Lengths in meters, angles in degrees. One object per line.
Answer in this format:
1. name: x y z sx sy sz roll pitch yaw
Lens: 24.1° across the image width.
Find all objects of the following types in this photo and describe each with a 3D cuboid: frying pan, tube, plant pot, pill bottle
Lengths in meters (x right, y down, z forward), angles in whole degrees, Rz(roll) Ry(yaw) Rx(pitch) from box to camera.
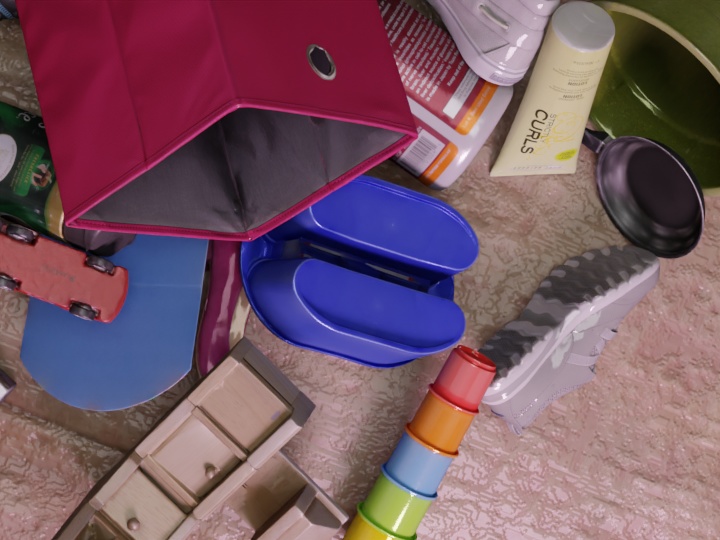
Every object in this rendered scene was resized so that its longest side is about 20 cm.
1. frying pan: 0.220 -0.080 1.439 0.031 0.189 0.116 -33 138 -30
2. tube: 0.161 -0.135 1.370 0.058 0.201 0.052 33 60 12
3. plant pot: 0.298 -0.200 1.403 0.200 0.200 0.190 46 69 -5
4. pill bottle: 0.017 -0.165 1.380 0.199 0.113 0.113 35 83 -6

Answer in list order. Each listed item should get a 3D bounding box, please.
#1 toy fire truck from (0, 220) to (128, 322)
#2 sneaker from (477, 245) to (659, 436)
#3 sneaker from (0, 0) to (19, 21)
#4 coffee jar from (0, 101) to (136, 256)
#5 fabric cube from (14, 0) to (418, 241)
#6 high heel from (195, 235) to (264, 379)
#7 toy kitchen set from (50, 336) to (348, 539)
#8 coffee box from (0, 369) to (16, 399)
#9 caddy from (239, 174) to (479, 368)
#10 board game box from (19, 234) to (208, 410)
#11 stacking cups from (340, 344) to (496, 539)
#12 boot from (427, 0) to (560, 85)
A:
1. toy fire truck: -0.287 -0.011 1.323 0.199 0.141 0.049 21 84 -17
2. sneaker: 0.178 0.056 1.431 0.200 0.075 0.082 -38 123 -10
3. sneaker: -0.260 -0.235 1.371 0.199 0.073 0.082 30 108 -7
4. coffee jar: -0.265 -0.080 1.316 0.199 0.104 0.086 22 85 7
5. fabric cube: -0.107 -0.155 1.234 0.195 0.199 0.201 5 63 -49
6. high heel: -0.091 0.046 1.380 0.095 0.067 0.202 -16 78 1
7. toy kitchen set: -0.116 0.199 1.278 0.163 0.181 0.200 44 115 -4
8. coffee box: -0.369 0.052 1.312 0.200 0.113 0.080 43 82 -4
9. caddy: 0.000 0.000 1.374 0.199 0.105 0.143 18 75 -25
10. board game box: -0.189 0.019 1.359 0.157 0.039 0.202 0 72 22
11. stacking cups: 0.052 0.157 1.377 0.060 0.061 0.201 29 99 -7
12. boot: 0.095 -0.250 1.364 0.073 0.096 0.201 -5 51 -39
